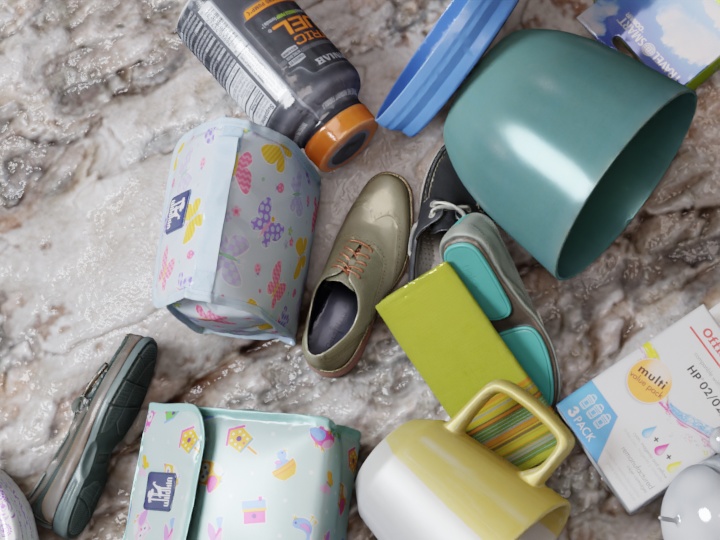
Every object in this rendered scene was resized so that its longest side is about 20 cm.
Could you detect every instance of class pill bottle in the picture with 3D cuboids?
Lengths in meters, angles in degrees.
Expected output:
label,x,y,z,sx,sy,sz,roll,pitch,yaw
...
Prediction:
label,x,y,z,sx,sy,sz,roll,pitch,yaw
pill bottle,-0.072,-0.185,1.633,0.106,0.106,0.200,-41,77,-2

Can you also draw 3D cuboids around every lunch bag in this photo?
label,x,y,z,sx,sy,sz,roll,pitch,yaw
lunch bag,-0.114,-0.035,1.560,0.127,0.200,0.170,7,80,9
lunch bag,-0.114,0.206,1.553,0.200,0.122,0.171,6,81,16

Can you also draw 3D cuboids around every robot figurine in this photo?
label,x,y,z,sx,sy,sz,roll,pitch,yaw
robot figurine,0.338,0.201,1.476,0.200,0.113,0.170,-20,104,-19

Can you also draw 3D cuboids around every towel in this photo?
label,x,y,z,sx,sy,sz,roll,pitch,yaw
towel,0.102,0.091,1.549,0.086,0.018,0.200,-32,96,26

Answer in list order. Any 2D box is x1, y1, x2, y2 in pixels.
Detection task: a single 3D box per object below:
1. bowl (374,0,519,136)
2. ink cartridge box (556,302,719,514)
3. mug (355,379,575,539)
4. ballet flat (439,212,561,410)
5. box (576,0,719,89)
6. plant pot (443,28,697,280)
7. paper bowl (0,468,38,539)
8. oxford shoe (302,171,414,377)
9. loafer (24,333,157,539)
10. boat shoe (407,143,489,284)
label,x,y,z,sx,sy,sz,roll,pitch,yaw
bowl,0.086,-0.205,1.571,0.039,0.201,0.201,35,85,-6
ink cartridge box,0.286,0.111,1.542,0.200,0.068,0.115,-35,76,0
mug,0.090,0.197,1.525,0.187,0.149,0.153,-43,67,-15
ballet flat,0.134,0.037,1.564,0.067,0.064,0.200,-14,113,31
box,0.313,-0.251,1.622,0.200,0.048,0.122,-40,76,-1
plant pot,0.171,-0.118,1.542,0.161,0.201,0.201,37,86,17
paper bowl,-0.390,0.260,1.587,0.200,0.104,0.201,-1,79,7
oxford shoe,0.000,0.000,1.601,0.071,0.074,0.200,16,81,11
loafer,-0.253,0.145,1.612,0.063,0.072,0.200,21,84,17
boat shoe,0.079,-0.029,1.603,0.074,0.060,0.200,11,81,10
